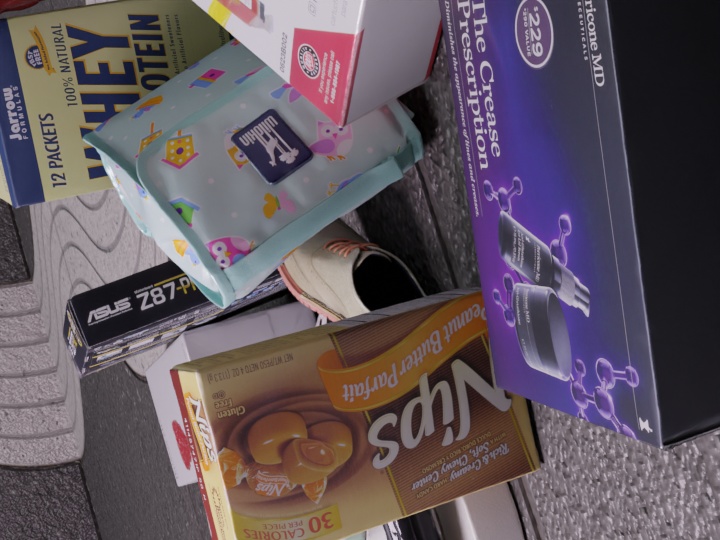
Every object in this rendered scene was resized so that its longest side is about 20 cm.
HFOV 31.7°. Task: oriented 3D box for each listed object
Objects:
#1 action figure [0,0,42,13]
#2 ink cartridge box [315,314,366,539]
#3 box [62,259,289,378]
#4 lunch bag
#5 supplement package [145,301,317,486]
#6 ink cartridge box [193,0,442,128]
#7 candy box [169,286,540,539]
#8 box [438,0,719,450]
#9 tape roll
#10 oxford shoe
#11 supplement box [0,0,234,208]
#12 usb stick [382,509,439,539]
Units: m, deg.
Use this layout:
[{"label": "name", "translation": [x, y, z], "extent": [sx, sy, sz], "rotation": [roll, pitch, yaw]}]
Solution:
[{"label": "action figure", "translation": [-0.271, -0.225, 0.951], "extent": [0.200, 0.099, 0.066], "rotation": [11, 118, 59]}, {"label": "ink cartridge box", "translation": [-0.020, 0.123, 0.965], "extent": [0.161, 0.050, 0.201], "rotation": [111, 167, -69]}, {"label": "box", "translation": [-0.143, 0.023, 1.048], "extent": [0.049, 0.199, 0.161], "rotation": [66, 163, 7]}, {"label": "lunch bag", "translation": [-0.069, -0.072, 0.845], "extent": [0.200, 0.170, 0.122], "rotation": [36, 157, 55]}, {"label": "supplement package", "translation": [-0.109, 0.115, 1.140], "extent": [0.200, 0.119, 0.122], "rotation": [143, 111, -67]}, {"label": "ink cartridge box", "translation": [-0.042, -0.206, 0.750], "extent": [0.200, 0.083, 0.145], "rotation": [42, 146, 23]}, {"label": "candy box", "translation": [0.001, 0.087, 0.742], "extent": [0.055, 0.199, 0.116], "rotation": [-3, 101, 65]}, {"label": "box", "translation": [0.111, -0.038, 0.568], "extent": [0.141, 0.079, 0.201], "rotation": [11, 113, 64]}, {"label": "tape roll", "translation": [0.054, 0.180, 0.893], "extent": [0.203, 0.037, 0.204], "rotation": [167, 90, -69]}, {"label": "oxford shoe", "translation": [0.000, 0.000, 0.874], "extent": [0.200, 0.071, 0.074], "rotation": [46, 148, 34]}, {"label": "supplement box", "translation": [-0.205, -0.143, 1.007], "extent": [0.200, 0.199, 0.135], "rotation": [-162, 60, -65]}, {"label": "usb stick", "translation": [0.026, 0.144, 0.811], "extent": [0.055, 0.032, 0.201], "rotation": [-46, -61, -77]}]
